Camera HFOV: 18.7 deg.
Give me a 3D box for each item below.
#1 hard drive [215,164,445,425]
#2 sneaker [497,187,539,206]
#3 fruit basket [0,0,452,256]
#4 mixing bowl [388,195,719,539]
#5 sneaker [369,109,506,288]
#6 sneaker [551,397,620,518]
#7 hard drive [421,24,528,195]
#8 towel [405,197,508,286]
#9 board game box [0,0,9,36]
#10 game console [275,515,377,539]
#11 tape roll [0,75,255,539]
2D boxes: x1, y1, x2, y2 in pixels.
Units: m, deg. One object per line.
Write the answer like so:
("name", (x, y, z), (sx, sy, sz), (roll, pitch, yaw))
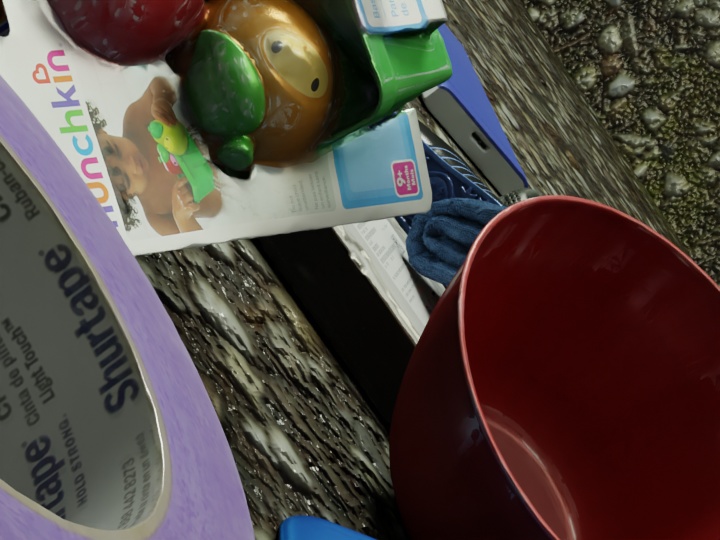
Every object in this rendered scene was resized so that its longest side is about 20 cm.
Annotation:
("hard drive", (0.000, 0.000, 1.051), (0.200, 0.038, 0.140), (54, 11, -3))
("sneaker", (0.122, 0.030, 1.331), (0.200, 0.086, 0.081), (47, 16, -36))
("fruit basket", (-0.058, -0.101, 0.763), (0.199, 0.093, 0.186), (-7, 77, -53))
("mixing bowl", (0.086, 0.081, 0.917), (0.199, 0.108, 0.201), (24, 47, -29))
("sneaker", (0.055, -0.021, 1.216), (0.200, 0.070, 0.078), (54, 15, 29))
("sneaker", (0.142, 0.118, 1.033), (0.200, 0.114, 0.076), (67, -24, 14))
("hard drive", (0.070, -0.159, 1.787), (0.132, 0.025, 0.200), (46, 15, -37))
("towel", (0.122, 0.016, 1.087), (0.199, 0.049, 0.111), (22, 0, -39))
("board game box", (-0.104, -0.147, 0.853), (0.152, 0.045, 0.200), (50, 35, -24))
("game console", (0.040, 0.195, 0.725), (0.200, 0.117, 0.172), (-96, -179, -66))
("tape roll", (-0.112, 0.018, 0.441), (0.200, 0.085, 0.200), (51, 12, -15))
